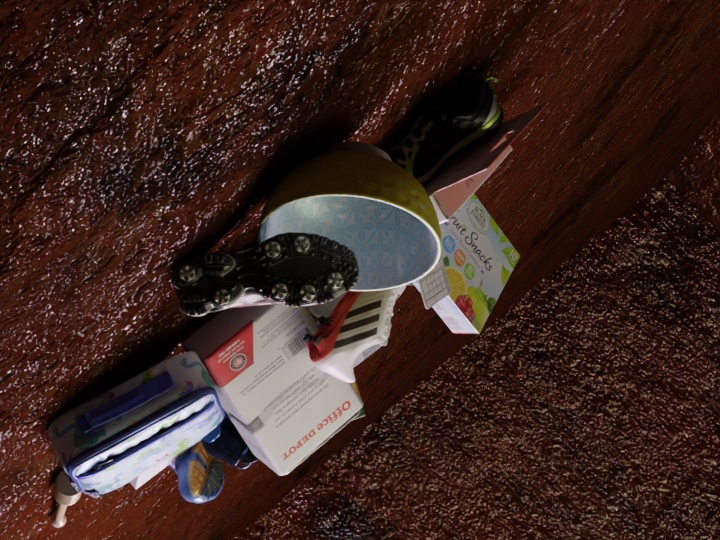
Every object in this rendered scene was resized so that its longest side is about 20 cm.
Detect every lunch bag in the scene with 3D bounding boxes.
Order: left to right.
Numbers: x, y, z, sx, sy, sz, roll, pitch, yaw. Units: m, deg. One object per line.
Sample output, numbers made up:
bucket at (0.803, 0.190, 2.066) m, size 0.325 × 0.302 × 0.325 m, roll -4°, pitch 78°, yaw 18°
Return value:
lunch bag at (-0.261, 0.181, 1.569) m, size 0.199 × 0.083 × 0.161 m, roll -28°, pitch 161°, yaw -14°

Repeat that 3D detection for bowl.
bowl at (-0.009, -0.072, 1.433) m, size 0.200 × 0.198 × 0.108 m, roll 119°, pitch -21°, yaw -58°

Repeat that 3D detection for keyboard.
keyboard at (0.073, -0.054, 1.691) m, size 0.011 × 0.201 × 0.056 m, roll -5°, pitch -161°, yaw 37°

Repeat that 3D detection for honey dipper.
honey dipper at (-0.399, 0.312, 1.786) m, size 0.038 × 0.038 × 0.200 m, roll -35°, pitch 170°, yaw -30°

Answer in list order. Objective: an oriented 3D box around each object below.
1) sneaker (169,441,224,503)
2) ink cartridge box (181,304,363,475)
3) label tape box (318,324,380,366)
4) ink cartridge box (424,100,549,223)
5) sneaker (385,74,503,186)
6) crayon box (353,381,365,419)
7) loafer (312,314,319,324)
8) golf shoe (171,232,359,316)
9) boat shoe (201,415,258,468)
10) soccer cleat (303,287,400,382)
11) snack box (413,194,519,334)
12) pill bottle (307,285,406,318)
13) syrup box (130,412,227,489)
sneaker at (-0.238, 0.258, 1.831) m, size 0.087 × 0.076 × 0.200 m, roll -19°, pitch -155°, yaw 9°
ink cartridge box at (-0.107, 0.132, 1.670) m, size 0.144 × 0.201 × 0.084 m, roll -38°, pitch -152°, yaw -17°
label tape box at (-0.044, 0.088, 1.891) m, size 0.199 × 0.067 × 0.143 m, roll -34°, pitch -152°, yaw -31°
ink cartridge box at (0.136, -0.121, 1.628) m, size 0.173 × 0.044 × 0.200 m, roll -21°, pitch -163°, yaw 40°
sneaker at (0.082, -0.170, 1.603) m, size 0.199 × 0.072 × 0.083 m, roll -36°, pitch 134°, yaw -11°
crayon box at (-0.072, 0.157, 1.909) m, size 0.125 × 0.052 × 0.200 m, roll -19°, pitch -153°, yaw -1°
loafer at (-0.141, 0.090, 1.749) m, size 0.199 × 0.076 × 0.068 m, roll -25°, pitch 163°, yaw -28°
golf shoe at (-0.099, 0.002, 1.416) m, size 0.198 × 0.078 × 0.088 m, roll -6°, pitch -179°, yaw 5°
boat shoe at (-0.163, 0.235, 1.805) m, size 0.084 × 0.069 × 0.200 m, roll -43°, pitch 171°, yaw 15°
soccer cleat at (0.014, 0.046, 1.638) m, size 0.200 × 0.085 × 0.069 m, roll -53°, pitch -158°, yaw -11°
snack box at (0.120, -0.032, 1.784) m, size 0.053 × 0.200 × 0.143 m, roll -3°, pitch -133°, yaw 45°
pill bottle at (0.000, 0.000, 1.778) m, size 0.112 × 0.112 × 0.200 m, roll -46°, pitch 168°, yaw 21°
syrup box at (-0.238, 0.188, 1.753) m, size 0.200 × 0.079 × 0.082 m, roll -36°, pitch 167°, yaw -27°
